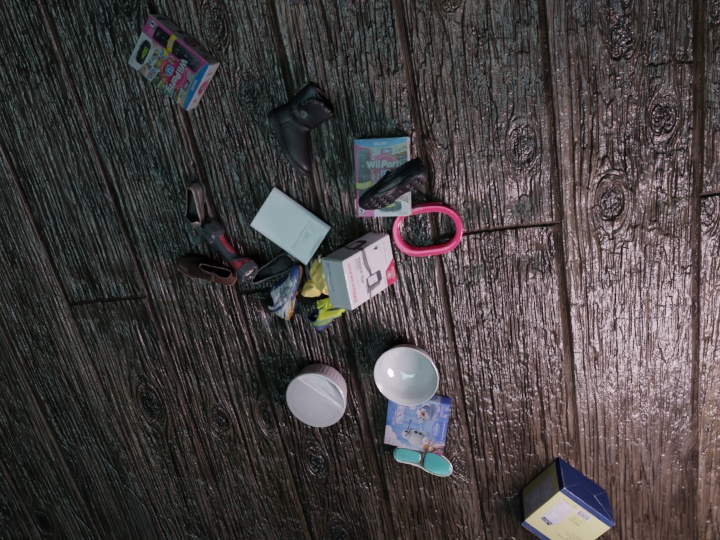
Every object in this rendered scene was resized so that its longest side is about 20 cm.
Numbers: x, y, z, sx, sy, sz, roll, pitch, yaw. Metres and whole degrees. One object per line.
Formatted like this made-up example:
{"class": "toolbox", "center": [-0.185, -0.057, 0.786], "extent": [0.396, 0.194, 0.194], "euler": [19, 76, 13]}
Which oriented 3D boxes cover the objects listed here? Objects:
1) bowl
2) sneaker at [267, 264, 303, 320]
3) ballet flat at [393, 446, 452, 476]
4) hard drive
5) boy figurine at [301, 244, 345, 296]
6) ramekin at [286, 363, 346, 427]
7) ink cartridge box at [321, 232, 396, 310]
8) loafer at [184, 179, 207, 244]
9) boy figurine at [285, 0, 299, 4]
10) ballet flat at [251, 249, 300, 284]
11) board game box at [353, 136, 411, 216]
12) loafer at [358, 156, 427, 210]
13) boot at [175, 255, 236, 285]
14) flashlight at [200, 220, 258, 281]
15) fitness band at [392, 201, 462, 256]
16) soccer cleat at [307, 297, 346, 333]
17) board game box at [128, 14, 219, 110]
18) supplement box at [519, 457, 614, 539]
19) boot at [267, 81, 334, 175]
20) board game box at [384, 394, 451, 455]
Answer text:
{"class": "bowl", "center": [0.143, 0.300, 1.740], "extent": [0.197, 0.091, 0.205], "euler": [5, 114, 11]}
{"class": "sneaker", "center": [-0.232, 0.060, 1.733], "extent": [0.087, 0.075, 0.202], "euler": [24, 121, 6]}
{"class": "ballet flat", "center": [0.205, 0.619, 1.879], "extent": [0.196, 0.070, 0.071], "euler": [13, 116, 9]}
{"class": "hard drive", "center": [-0.201, -0.128, 1.656], "extent": [0.199, 0.027, 0.133], "euler": [35, 97, -3]}
{"class": "boy figurine", "center": [-0.096, 0.019, 1.683], "extent": [0.125, 0.064, 0.200], "euler": [48, 118, 5]}
{"class": "ramekin", "center": [-0.133, 0.393, 1.846], "extent": [0.198, 0.094, 0.206], "euler": [5, 114, 12]}
{"class": "ink cartridge box", "center": [0.000, 0.000, 1.579], "extent": [0.082, 0.199, 0.148], "euler": [9, 120, 42]}
{"class": "loafer", "center": [-0.501, -0.167, 1.713], "extent": [0.070, 0.063, 0.203], "euler": [10, 115, 9]}
{"class": "boy figurine", "center": [-0.137, -0.748, 1.375], "extent": [0.123, 0.065, 0.201], "euler": [34, 119, 1]}
{"class": "ballet flat", "center": [-0.246, -0.011, 1.720], "extent": [0.198, 0.057, 0.067], "euler": [-32, 103, 23]}
{"class": "board game box", "center": [0.060, -0.248, 1.522], "extent": [0.145, 0.064, 0.204], "euler": [0, 101, 14]}
{"class": "loafer", "center": [0.079, -0.219, 1.463], "extent": [0.198, 0.071, 0.068], "euler": [-27, 149, 24]}
{"class": "boot", "center": [-0.468, -0.011, 1.716], "extent": [0.197, 0.166, 0.074], "euler": [18, 80, -4]}
{"class": "flashlight", "center": [-0.388, -0.063, 1.711], "extent": [0.068, 0.068, 0.201], "euler": [-42, 80, 17]}
{"class": "fitness band", "center": [0.184, -0.113, 1.585], "extent": [0.196, 0.038, 0.146], "euler": [-6, 114, 17]}
{"class": "soccer cleat", "center": [-0.088, 0.105, 1.727], "extent": [0.083, 0.065, 0.201], "euler": [38, 117, -7]}
{"class": "board game box", "center": [-0.500, -0.558, 1.538], "extent": [0.199, 0.064, 0.148], "euler": [38, 116, -5]}
{"class": "supplement box", "center": [0.634, 0.738, 1.781], "extent": [0.199, 0.135, 0.201], "euler": [35, 116, -3]}
{"class": "boot", "center": [-0.138, -0.376, 1.526], "extent": [0.166, 0.076, 0.203], "euler": [-23, 100, 26]}
{"class": "board game box", "center": [0.181, 0.483, 1.835], "extent": [0.195, 0.043, 0.203], "euler": [9, 115, 11]}
